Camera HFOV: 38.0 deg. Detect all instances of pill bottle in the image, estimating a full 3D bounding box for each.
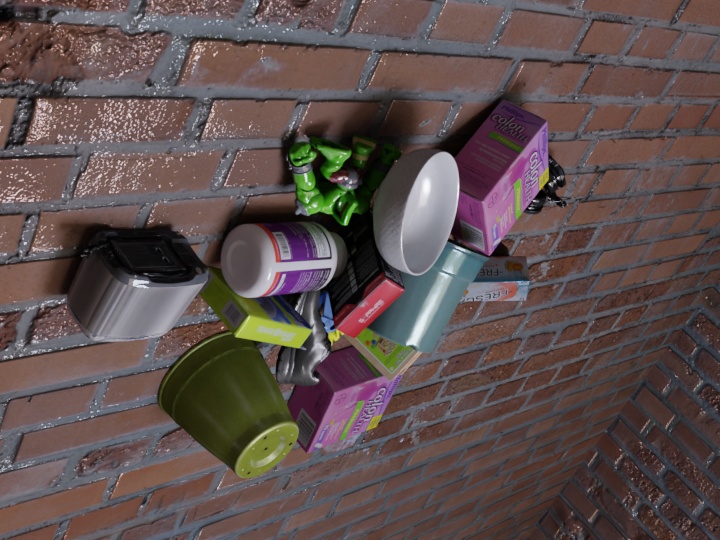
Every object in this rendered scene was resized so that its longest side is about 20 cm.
[{"bbox_3d":[-0.115,-0.020,1.642,0.199,0.112,0.113,-5,133,-49],"label":"pill bottle"}]

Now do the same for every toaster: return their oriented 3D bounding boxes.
[{"bbox_3d":[-0.316,0.022,1.444,0.199,0.114,0.130,-4,134,-52],"label":"toaster"}]

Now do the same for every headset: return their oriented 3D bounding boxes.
[{"bbox_3d":[0.353,-0.174,2.099,0.199,0.094,0.124,27,112,-44],"label":"headset"}]

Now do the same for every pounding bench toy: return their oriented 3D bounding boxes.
[{"bbox_3d":[0.091,0.091,1.997,0.200,0.124,0.156,-48,172,7],"label":"pounding bench toy"}]

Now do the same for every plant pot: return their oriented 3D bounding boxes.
[{"bbox_3d":[0.095,0.026,1.827,0.200,0.200,0.197,17,99,-58],"label":"plant pot"},{"bbox_3d":[-0.209,0.241,1.779,0.200,0.193,0.201,-31,149,-21],"label":"plant pot"}]

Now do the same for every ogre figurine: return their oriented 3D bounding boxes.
[{"bbox_3d":[-0.034,-0.141,1.606,0.200,0.098,0.121,-21,134,-55],"label":"ogre figurine"}]

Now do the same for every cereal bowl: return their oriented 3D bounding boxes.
[{"bbox_3d":[0.077,-0.097,1.640,0.200,0.083,0.201,-40,138,-49],"label":"cereal bowl"}]

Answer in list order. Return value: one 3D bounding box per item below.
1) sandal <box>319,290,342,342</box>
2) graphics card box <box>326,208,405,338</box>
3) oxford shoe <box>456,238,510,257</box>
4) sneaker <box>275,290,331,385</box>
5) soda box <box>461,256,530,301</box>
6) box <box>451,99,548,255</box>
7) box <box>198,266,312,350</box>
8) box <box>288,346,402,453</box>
[{"bbox_3d":[-0.048,0.071,1.890,0.200,0.079,0.087,-39,115,-31],"label":"sandal"},{"bbox_3d":[0.000,0.000,1.711,0.051,0.201,0.125,30,117,-31],"label":"graphics card box"},{"bbox_3d":[0.259,-0.044,2.111,0.073,0.084,0.200,-49,149,13],"label":"oxford shoe"},{"bbox_3d":[-0.088,0.108,1.808,0.076,0.090,0.201,-93,-164,-71],"label":"sneaker"},{"bbox_3d":[0.233,0.017,2.071,0.198,0.069,0.064,-1,141,-1],"label":"soda box"},{"bbox_3d":[0.241,-0.163,1.862,0.200,0.096,0.176,-51,154,-19],"label":"box"},{"bbox_3d":[-0.163,0.064,1.679,0.048,0.122,0.200,-51,150,12],"label":"box"},{"bbox_3d":[-0.035,0.252,2.110,0.199,0.097,0.177,-14,139,-43],"label":"box"}]
